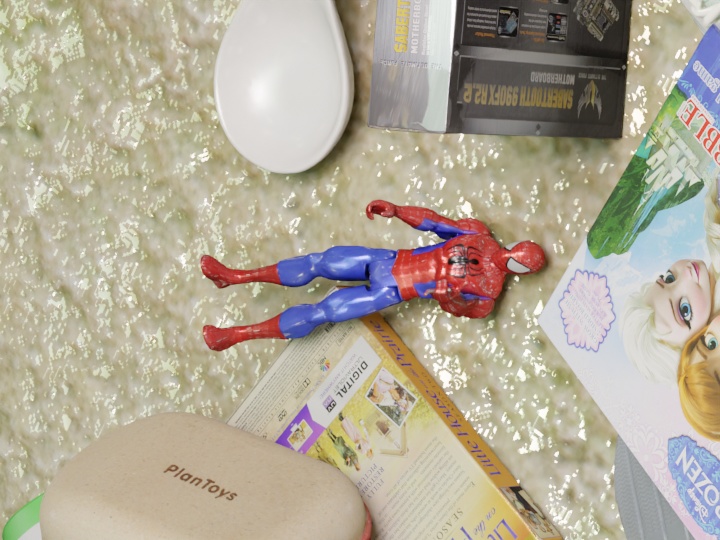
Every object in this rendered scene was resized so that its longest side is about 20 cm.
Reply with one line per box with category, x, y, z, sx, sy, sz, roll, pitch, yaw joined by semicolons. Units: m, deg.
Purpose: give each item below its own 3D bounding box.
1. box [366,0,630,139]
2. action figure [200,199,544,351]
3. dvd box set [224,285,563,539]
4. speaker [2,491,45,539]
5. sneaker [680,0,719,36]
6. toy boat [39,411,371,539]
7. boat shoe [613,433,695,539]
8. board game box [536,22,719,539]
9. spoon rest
box;0.078;-0.149;1.490;0.048;0.200;0.160;7;96;31
action figure;0.000;0.000;1.591;0.199;0.099;0.066;-8;74;15
dvd box set;0.008;0.129;1.644;0.200;0.029;0.147;50;117;25
speaker;-0.138;0.225;1.716;0.088;0.088;0.201;-41;68;28
sneaker;0.195;-0.135;1.482;0.070;0.080;0.201;-32;74;29
toy boat;-0.088;0.169;1.639;0.199;0.130;0.131;19;131;35
boat shoe;0.180;0.140;1.503;0.072;0.062;0.201;-25;59;40
board game box;0.191;0.017;1.424;0.200;0.041;0.200;55;130;38
spoon rest;-0.030;-0.153;1.651;0.099;0.060;0.201;27;105;32
